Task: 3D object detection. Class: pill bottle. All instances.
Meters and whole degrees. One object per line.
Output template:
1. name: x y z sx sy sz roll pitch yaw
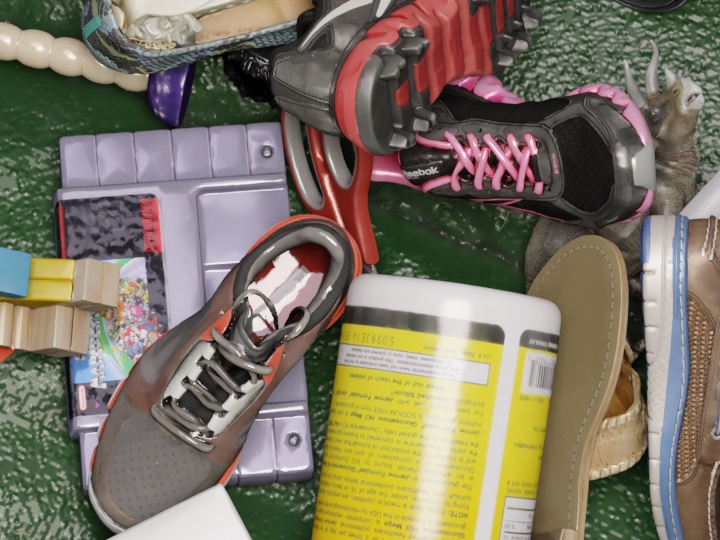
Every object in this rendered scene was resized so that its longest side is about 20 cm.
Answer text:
1. pill bottle: 0.035 0.107 1.399 0.112 0.112 0.201 9 87 -1

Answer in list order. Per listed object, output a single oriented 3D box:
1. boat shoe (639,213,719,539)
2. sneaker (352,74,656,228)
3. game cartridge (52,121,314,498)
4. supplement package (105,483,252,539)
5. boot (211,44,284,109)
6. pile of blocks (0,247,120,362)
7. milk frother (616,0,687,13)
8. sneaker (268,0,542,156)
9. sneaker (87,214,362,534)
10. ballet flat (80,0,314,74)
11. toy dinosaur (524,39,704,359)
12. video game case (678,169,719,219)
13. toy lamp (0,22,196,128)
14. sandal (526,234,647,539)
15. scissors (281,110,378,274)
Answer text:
1. boat shoe: 0.184 0.067 1.403 0.072 0.200 0.072 -1 29 11
2. sneaker: 0.070 -0.059 1.427 0.095 0.200 0.079 -15 107 -34
3. game cartridge: -0.097 0.020 1.472 0.129 0.038 0.201 -3 73 -9
4. supplement package: -0.074 0.227 1.364 0.114 0.110 0.200 -27 77 -11
5. boot: -0.045 -0.197 1.528 0.162 0.073 0.198 -41 77 -9
6. pile of blocks: -0.227 0.022 1.420 0.199 0.082 0.062 0 78 9
7. milk frother: 0.231 -0.236 1.531 0.200 0.181 0.188 19 31 31
8. sneaker: 0.023 -0.126 1.432 0.098 0.071 0.200 12 33 30
9. sneaker: -0.074 0.048 1.401 0.077 0.082 0.200 34 83 1
10. ballet flat: -0.051 -0.153 1.447 0.200 0.074 0.074 -22 75 -9
11. toy dinosaur: 0.138 -0.017 1.486 0.102 0.077 0.200 40 105 9
12. video game case: 0.275 -0.017 1.471 0.200 0.023 0.182 -46 111 -16
13. toy lamp: -0.191 -0.125 1.497 0.199 0.058 0.058 11 72 0
14. sandal: 0.120 0.089 1.446 0.070 0.078 0.212 11 91 -43
15. scissors: 0.000 0.000 1.479 0.014 0.073 0.200 -23 104 -35
